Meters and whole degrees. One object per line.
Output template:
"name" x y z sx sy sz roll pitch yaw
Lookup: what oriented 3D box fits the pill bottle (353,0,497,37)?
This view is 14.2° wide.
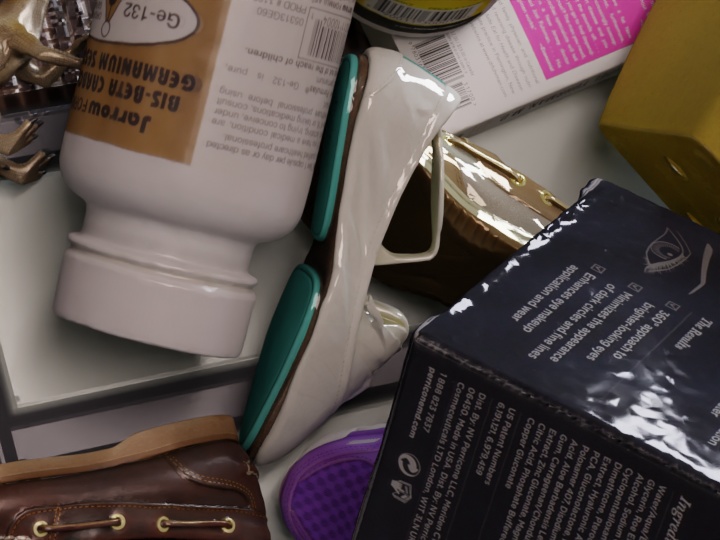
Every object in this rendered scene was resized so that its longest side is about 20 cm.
"pill bottle" 0.046 -0.189 1.315 0.114 0.200 0.115 3 76 -13

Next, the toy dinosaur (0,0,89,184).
"toy dinosaur" -0.186 -0.086 1.333 0.101 0.058 0.200 41 56 14

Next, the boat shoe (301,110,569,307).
"boat shoe" 0.042 -0.027 1.377 0.200 0.074 0.066 36 36 -2

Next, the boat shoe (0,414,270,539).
"boat shoe" -0.133 0.118 1.265 0.199 0.070 0.071 -12 73 -22

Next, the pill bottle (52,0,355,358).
"pill bottle" -0.074 -0.068 1.296 0.114 0.114 0.201 13 93 -14

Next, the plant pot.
"plant pot" 0.234 -0.080 1.379 0.176 0.200 0.200 -45 106 -7

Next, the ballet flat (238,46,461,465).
"ballet flat" 0.000 0.000 1.313 0.069 0.069 0.201 14 98 -14

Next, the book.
"book" 0.093 -0.155 1.445 0.199 0.048 0.134 -22 82 -21

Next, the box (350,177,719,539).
"box" 0.133 0.079 1.218 0.199 0.118 0.197 26 31 18

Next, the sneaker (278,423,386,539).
"sneaker" 0.054 0.128 1.289 0.199 0.088 0.081 22 98 11
